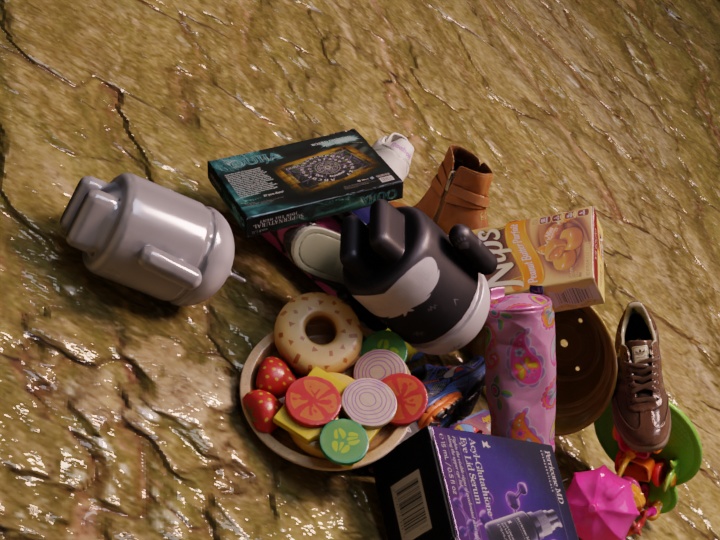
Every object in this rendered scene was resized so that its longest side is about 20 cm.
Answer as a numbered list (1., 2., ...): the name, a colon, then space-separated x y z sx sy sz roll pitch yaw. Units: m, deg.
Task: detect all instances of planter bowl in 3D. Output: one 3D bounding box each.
1. planter bowl: 0.246 0.102 1.764 0.201 0.201 0.083 49 32 12

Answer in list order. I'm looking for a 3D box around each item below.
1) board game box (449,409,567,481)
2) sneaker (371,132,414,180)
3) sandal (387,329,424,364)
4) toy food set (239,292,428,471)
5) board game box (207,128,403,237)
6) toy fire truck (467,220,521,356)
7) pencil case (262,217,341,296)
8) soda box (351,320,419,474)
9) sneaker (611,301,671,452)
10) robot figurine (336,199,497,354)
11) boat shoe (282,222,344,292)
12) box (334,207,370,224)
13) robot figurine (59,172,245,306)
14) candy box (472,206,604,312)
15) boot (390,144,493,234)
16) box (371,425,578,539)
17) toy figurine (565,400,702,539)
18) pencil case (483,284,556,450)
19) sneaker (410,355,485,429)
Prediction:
1. board game box: 0.180 0.233 1.685 0.158 0.039 0.199 53 32 16
2. sneaker: 0.028 -0.126 1.818 0.075 0.100 0.200 39 -8 -9
3. sandal: 0.074 0.042 1.768 0.079 0.087 0.201 10 50 10
4. toy food set: -0.030 0.126 1.497 0.197 0.049 0.200 30 53 13
5. board game box: -0.066 -0.107 1.645 0.198 0.028 0.135 -14 39 -21
6. toy fire truck: 0.182 0.028 1.890 0.167 0.112 0.201 -11 57 -31
7. pencil case: -0.059 -0.048 1.719 0.200 0.091 0.094 43 61 0
8. soda box: -0.002 0.133 1.582 0.070 0.063 0.201 9 45 -42
9. sneaker: 0.336 0.126 1.693 0.201 0.070 0.076 -88 165 -45
10. robot figurine: 0.060 0.007 1.553 0.200 0.125 0.150 42 -17 -34
11. boat shoe: 0.000 0.000 1.633 0.200 0.072 0.061 29 -1 -25
12. box: 0.001 -0.068 1.758 0.121 0.032 0.200 41 -3 -4
13. robot figurine: -0.219 -0.031 1.490 0.199 0.113 0.170 23 17 -28
14. candy box: 0.195 -0.002 1.693 0.055 0.198 0.116 60 27 -43
15. boot: 0.100 -0.095 1.847 0.076 0.156 0.200 -7 30 -30
16. box: 0.128 0.265 1.508 0.199 0.104 0.149 12 52 -39
17. toy figurine: 0.317 0.279 1.719 0.149 0.201 0.184 16 41 32
18. pencil case: 0.185 0.123 1.622 0.087 0.087 0.202 -24 114 -57
19. sneaker: 0.100 0.139 1.683 0.078 0.076 0.200 33 24 17
